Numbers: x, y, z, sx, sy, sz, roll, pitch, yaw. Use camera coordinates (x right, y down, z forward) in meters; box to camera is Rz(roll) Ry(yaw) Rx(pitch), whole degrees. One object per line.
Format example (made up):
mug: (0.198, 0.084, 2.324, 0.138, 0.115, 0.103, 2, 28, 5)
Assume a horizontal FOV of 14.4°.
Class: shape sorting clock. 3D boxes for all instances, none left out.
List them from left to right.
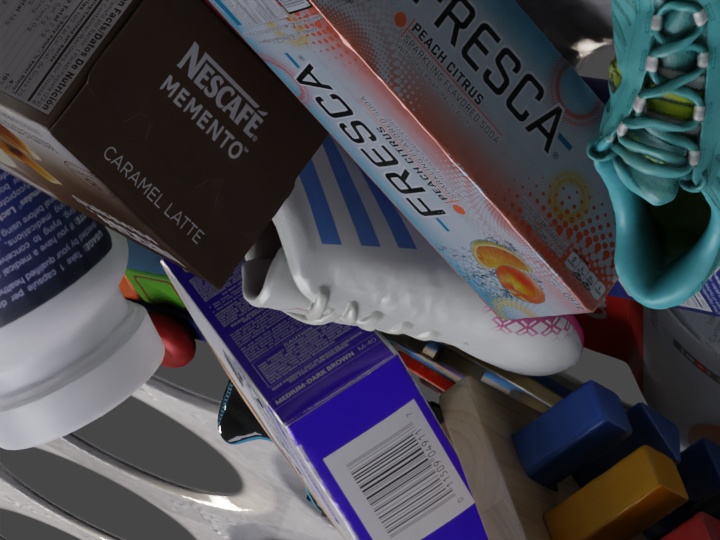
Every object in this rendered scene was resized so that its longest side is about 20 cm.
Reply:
shape sorting clock: (0.066, 0.061, 1.409, 0.200, 0.039, 0.200, 31, 178, 1)

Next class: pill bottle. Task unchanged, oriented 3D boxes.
pill bottle: (-0.179, -0.023, 1.342, 0.116, 0.116, 0.200, -3, 120, 56)

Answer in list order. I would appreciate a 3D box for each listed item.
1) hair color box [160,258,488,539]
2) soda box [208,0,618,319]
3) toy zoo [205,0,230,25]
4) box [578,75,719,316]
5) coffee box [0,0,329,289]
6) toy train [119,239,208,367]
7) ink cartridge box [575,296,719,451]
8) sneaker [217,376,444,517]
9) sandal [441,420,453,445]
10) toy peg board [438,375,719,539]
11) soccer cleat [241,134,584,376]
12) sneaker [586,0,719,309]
hair color box: (-0.017, 0.055, 1.306, 0.109, 0.065, 0.200, 60, 176, -28)
soda box: (0.026, -0.072, 1.065, 0.200, 0.068, 0.064, 48, 155, -22)
toy zoo: (-0.114, -0.119, 1.253, 0.200, 0.020, 0.131, 34, 160, -21)
box: (0.089, -0.034, 1.172, 0.200, 0.032, 0.121, 10, 148, 37)
coffee box: (-0.120, -0.081, 1.139, 0.200, 0.080, 0.114, 27, 168, 47)
toy train: (-0.154, -0.028, 1.468, 0.200, 0.085, 0.116, 12, 146, 38)
ink cartridge box: (0.145, 0.045, 1.301, 0.200, 0.050, 0.162, 19, 160, 13)
sneaker: (0.019, 0.101, 1.473, 0.200, 0.082, 0.073, 34, -178, 11)
sandal: (0.064, 0.147, 1.327, 0.078, 0.070, 0.212, 33, -169, -26)
toy peg board: (0.155, 0.135, 1.224, 0.098, 0.199, 0.200, -37, 140, 22)
soccer cleat: (0.000, 0.000, 1.198, 0.200, 0.086, 0.070, 36, 155, -11)
sneaker: (0.115, -0.063, 0.982, 0.077, 0.080, 0.200, 19, 145, 23)
